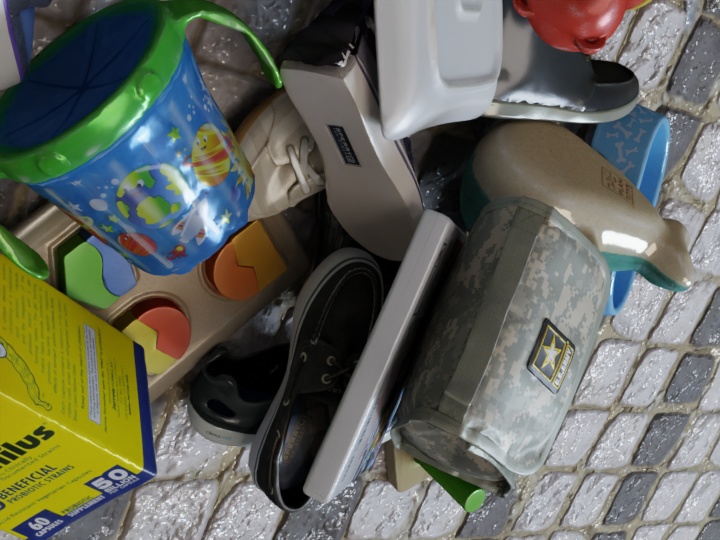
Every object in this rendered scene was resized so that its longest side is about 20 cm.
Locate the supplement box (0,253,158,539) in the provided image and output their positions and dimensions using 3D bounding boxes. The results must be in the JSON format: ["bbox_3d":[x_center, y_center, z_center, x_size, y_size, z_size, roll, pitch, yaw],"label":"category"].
[{"bbox_3d":[-0.235,0.073,0.699,0.108,0.110,0.200,-31,138,17],"label":"supplement box"}]

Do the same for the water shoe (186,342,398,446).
[{"bbox_3d":[-0.037,0.099,0.893,0.197,0.072,0.079,-1,137,-26],"label":"water shoe"}]

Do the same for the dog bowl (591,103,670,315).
[{"bbox_3d":[0.227,-0.053,0.994,0.111,0.049,0.203,29,78,-65],"label":"dog bowl"}]

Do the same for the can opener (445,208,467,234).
[{"bbox_3d":[0.105,-0.034,0.975,0.199,0.054,0.067,-32,168,-20],"label":"can opener"}]

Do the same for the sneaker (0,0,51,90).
[{"bbox_3d":[-0.160,-0.209,0.622,0.145,0.080,0.203,-16,120,-25],"label":"sneaker"}]

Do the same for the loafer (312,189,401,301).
[{"bbox_3d":[0.000,0.000,0.883,0.067,0.070,0.203,-22,133,-25],"label":"loafer"}]

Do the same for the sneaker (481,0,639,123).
[{"bbox_3d":[0.161,-0.180,0.898,0.198,0.075,0.108,-7,119,-35],"label":"sneaker"}]

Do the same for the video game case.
[{"bbox_3d":[0.024,0.058,0.804,0.182,0.023,0.202,13,100,-80],"label":"video game case"}]

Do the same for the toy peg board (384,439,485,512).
[{"bbox_3d":[0.126,0.111,1.037,0.197,0.098,0.202,-24,130,-24],"label":"toy peg board"}]

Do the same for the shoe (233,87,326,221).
[{"bbox_3d":[-0.023,-0.105,0.795,0.200,0.053,0.070,-44,129,-20],"label":"shoe"}]

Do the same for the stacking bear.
[{"bbox_3d":[0.189,-0.241,0.820,0.201,0.121,0.114,-51,174,-26],"label":"stacking bear"}]

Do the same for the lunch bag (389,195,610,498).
[{"bbox_3d":[0.097,0.057,0.782,0.200,0.116,0.166,76,38,-73],"label":"lunch bag"}]

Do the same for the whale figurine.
[{"bbox_3d":[0.170,-0.036,0.898,0.198,0.160,0.104,25,126,-10],"label":"whale figurine"}]

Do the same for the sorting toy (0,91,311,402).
[{"bbox_3d":[-0.137,-0.004,0.801,0.185,0.036,0.201,-40,134,-11],"label":"sorting toy"}]

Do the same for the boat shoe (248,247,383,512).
[{"bbox_3d":[-0.026,0.084,0.831,0.068,0.057,0.202,15,102,-27],"label":"boat shoe"}]

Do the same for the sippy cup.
[{"bbox_3d":[-0.134,-0.071,0.680,0.176,0.141,0.131,-16,132,28],"label":"sippy cup"}]

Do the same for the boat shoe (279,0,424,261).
[{"bbox_3d":[0.015,-0.100,0.750,0.093,0.074,0.201,-60,150,-28],"label":"boat shoe"}]

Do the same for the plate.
[{"bbox_3d":[0.058,-0.195,0.733,0.199,0.032,0.203,-26,115,-64],"label":"plate"}]
